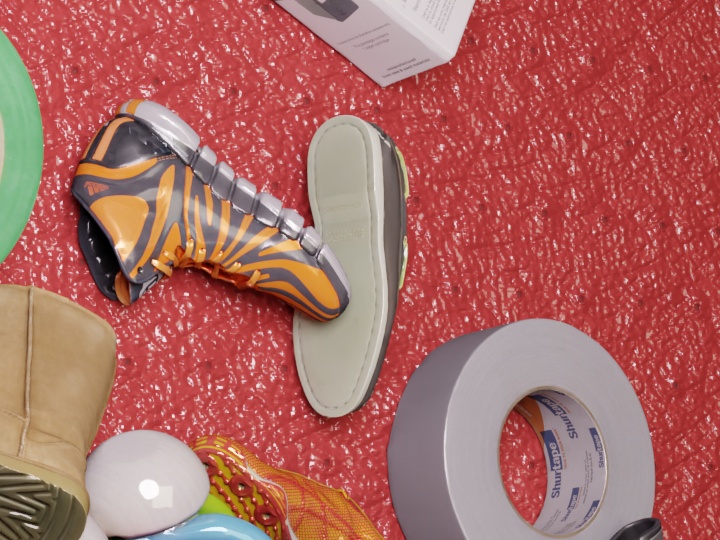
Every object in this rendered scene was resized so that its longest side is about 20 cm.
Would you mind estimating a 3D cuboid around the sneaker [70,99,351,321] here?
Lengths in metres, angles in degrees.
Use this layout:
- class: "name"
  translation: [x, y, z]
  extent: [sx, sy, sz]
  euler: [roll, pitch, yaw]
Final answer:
- class: "sneaker"
  translation: [-0.105, -0.008, 1.483]
  extent: [0.200, 0.078, 0.112]
  euler: [38, 63, -10]

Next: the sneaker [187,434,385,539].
- class: "sneaker"
  translation: [-0.043, 0.167, 1.505]
  extent: [0.200, 0.073, 0.077]
  euler: [44, 35, -27]

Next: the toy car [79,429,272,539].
- class: "toy car"
  translation: [-0.123, 0.204, 1.342]
  extent: [0.200, 0.149, 0.176]
  euler: [-33, 124, -41]

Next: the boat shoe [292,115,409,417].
- class: "boat shoe"
  translation: [0.000, 0.000, 1.560]
  extent: [0.060, 0.071, 0.203]
  euler: [14, 78, -59]

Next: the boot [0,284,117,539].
- class: "boot"
  translation: [-0.226, 0.068, 1.321]
  extent: [0.174, 0.066, 0.200]
  euler: [28, 24, -18]

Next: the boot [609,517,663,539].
- class: "boot"
  translation: [0.180, 0.277, 1.575]
  extent: [0.132, 0.069, 0.201]
  euler: [55, 40, -26]

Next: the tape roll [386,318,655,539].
- class: "tape roll"
  translation: [0.115, 0.138, 1.625]
  extent: [0.199, 0.066, 0.202]
  euler: [10, 73, -37]

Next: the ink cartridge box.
- class: "ink cartridge box"
  translation: [-0.008, -0.249, 1.600]
  extent: [0.200, 0.084, 0.146]
  euler: [36, 60, -27]

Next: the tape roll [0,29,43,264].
- class: "tape roll"
  translation: [-0.283, -0.072, 1.334]
  extent: [0.199, 0.048, 0.202]
  euler: [-4, 97, -32]
